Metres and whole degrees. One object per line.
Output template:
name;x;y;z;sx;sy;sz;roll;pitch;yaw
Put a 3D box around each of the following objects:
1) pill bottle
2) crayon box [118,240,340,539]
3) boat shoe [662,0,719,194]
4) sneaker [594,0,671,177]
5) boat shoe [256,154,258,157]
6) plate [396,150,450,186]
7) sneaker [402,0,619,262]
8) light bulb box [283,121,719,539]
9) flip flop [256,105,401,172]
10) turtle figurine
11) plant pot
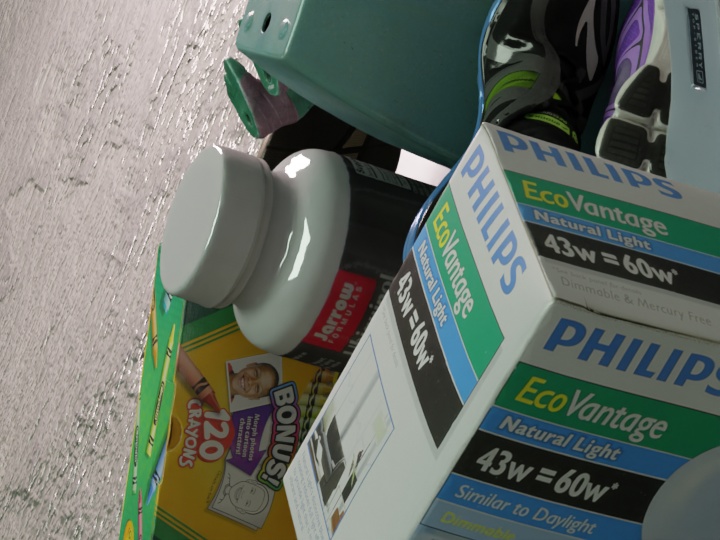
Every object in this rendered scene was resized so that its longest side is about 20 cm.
pill bottle;0.000;0.000;1.427;0.111;0.199;0.111;-49;32;46
crayon box;-0.063;0.090;1.505;0.058;0.118;0.201;-162;79;-65
boat shoe;0.186;-0.088;1.220;0.075;0.086;0.203;-154;53;-64
sneaker;0.152;-0.076;1.312;0.083;0.080;0.201;130;161;-66
boat shoe;-0.069;0.021;1.774;0.072;0.059;0.201;29;101;68
plate;0.004;-0.041;1.620;0.200;0.032;0.200;-39;35;23
sneaker;0.087;-0.068;1.303;0.083;0.071;0.200;-11;53;59
light bulb box;0.102;0.073;1.123;0.200;0.197;0.125;-61;27;29
flip flop;-0.015;-0.097;1.603;0.058;0.081;0.201;-38;30;53
turtle figurine;0.025;-0.141;1.517;0.101;0.199;0.150;55;157;29
plant pot;0.049;-0.126;1.407;0.141;0.199;0.142;24;95;68
